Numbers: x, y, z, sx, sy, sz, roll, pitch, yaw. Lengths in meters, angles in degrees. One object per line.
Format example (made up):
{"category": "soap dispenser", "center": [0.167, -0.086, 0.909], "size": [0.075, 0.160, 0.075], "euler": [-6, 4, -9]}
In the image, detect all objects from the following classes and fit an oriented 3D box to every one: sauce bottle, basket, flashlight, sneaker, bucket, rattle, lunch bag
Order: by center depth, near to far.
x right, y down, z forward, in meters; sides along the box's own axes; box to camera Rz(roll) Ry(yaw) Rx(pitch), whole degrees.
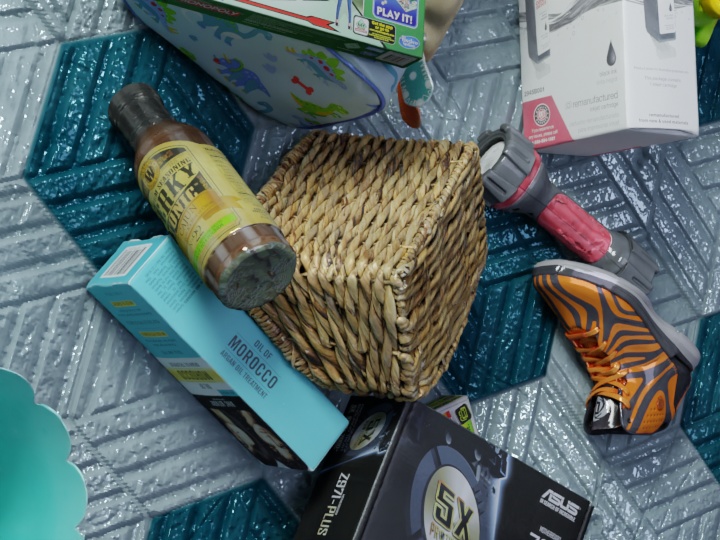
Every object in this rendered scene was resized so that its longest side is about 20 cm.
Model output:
{"category": "bucket", "center": [-0.286, 0.157, 0.962], "size": [0.206, 0.134, 0.209], "euler": [8, 77, -39]}
{"category": "sauce bottle", "center": [-0.117, -0.057, 1.081], "size": [0.064, 0.200, 0.065], "euler": [-24, 141, -21]}
{"category": "lunch bag", "center": [-0.064, -0.188, 1.130], "size": [0.200, 0.160, 0.083], "euler": [36, 69, -25]}
{"category": "basket", "center": [0.000, 0.000, 1.171], "size": [0.200, 0.148, 0.143], "euler": [-60, 150, -50]}
{"category": "rattle", "center": [0.033, -0.237, 1.254], "size": [0.142, 0.130, 0.201], "euler": [28, 98, -17]}
{"category": "flashlight", "center": [0.174, -0.043, 1.327], "size": [0.200, 0.068, 0.068], "euler": [37, 57, -23]}
{"category": "sneaker", "center": [0.213, 0.077, 1.340], "size": [0.200, 0.077, 0.113], "euler": [35, 68, -26]}

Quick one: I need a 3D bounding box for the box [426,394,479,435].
{"category": "box", "center": [0.064, 0.214, 1.259], "size": [0.110, 0.035, 0.201], "euler": [-21, 98, -32]}

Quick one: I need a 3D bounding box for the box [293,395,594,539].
{"category": "box", "center": [0.060, 0.211, 1.185], "size": [0.199, 0.086, 0.165], "euler": [33, 70, -26]}

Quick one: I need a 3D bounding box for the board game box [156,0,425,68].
{"category": "board game box", "center": [-0.044, -0.224, 1.039], "size": [0.199, 0.029, 0.136], "euler": [10, 77, -31]}

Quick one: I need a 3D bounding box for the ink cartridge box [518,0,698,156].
{"category": "ink cartridge box", "center": [0.207, -0.206, 1.315], "size": [0.084, 0.145, 0.201], "euler": [2, 85, -31]}

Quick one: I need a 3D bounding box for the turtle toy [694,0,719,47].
{"category": "turtle toy", "center": [0.280, -0.264, 1.383], "size": [0.100, 0.146, 0.201], "euler": [13, 96, -9]}

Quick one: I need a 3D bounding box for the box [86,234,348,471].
{"category": "box", "center": [-0.104, 0.062, 1.134], "size": [0.200, 0.082, 0.049], "euler": [48, 65, -20]}
